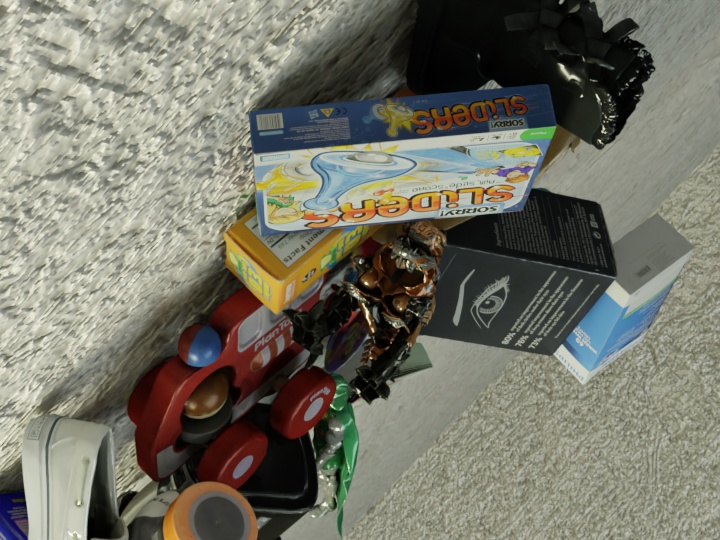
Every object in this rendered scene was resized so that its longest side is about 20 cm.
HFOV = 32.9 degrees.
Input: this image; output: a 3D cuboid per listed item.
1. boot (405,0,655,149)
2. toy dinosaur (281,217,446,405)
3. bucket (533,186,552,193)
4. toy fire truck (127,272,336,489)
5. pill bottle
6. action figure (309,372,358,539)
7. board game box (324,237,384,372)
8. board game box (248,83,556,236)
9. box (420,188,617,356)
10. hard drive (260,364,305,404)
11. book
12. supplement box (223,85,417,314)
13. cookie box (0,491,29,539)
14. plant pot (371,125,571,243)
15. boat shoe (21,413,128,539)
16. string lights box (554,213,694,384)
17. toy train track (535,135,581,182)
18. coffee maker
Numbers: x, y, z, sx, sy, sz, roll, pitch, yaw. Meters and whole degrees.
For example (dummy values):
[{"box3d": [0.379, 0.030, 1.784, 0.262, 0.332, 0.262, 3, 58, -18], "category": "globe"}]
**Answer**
[{"box3d": [0.119, -0.143, 0.877, 0.073, 0.162, 0.198, -54, 169, -15], "category": "boot"}, {"box3d": [0.024, 0.036, 0.983, 0.136, 0.102, 0.200, -45, 145, -26], "category": "toy dinosaur"}, {"box3d": [0.202, -0.017, 1.451, 0.135, 0.207, 0.207, -43, 167, 7], "category": "bucket"}, {"box3d": [-0.107, 0.079, 1.010, 0.200, 0.112, 0.168, -37, 151, -32], "category": "toy fire truck"}, {"box3d": [-0.154, 0.247, 0.996, 0.106, 0.106, 0.200, -31, 166, -45], "category": "pill bottle"}, {"box3d": [-0.032, 0.169, 1.218, 0.055, 0.118, 0.200, -6, 136, -11], "category": "action figure"}, {"box3d": [0.000, 0.000, 1.167, 0.200, 0.039, 0.158, -62, -169, -6], "category": "board game box"}, {"box3d": [0.025, -0.074, 0.851, 0.200, 0.034, 0.135, -6, 159, -5], "category": "board game box"}, {"box3d": [0.135, -0.006, 1.248, 0.200, 0.104, 0.148, 11, 138, -18], "category": "box"}, {"box3d": [-0.109, 0.125, 1.272, 0.140, 0.038, 0.200, -37, 165, -29], "category": "hard drive"}, {"box3d": [-0.008, 0.124, 1.354, 0.134, 0.048, 0.200, -29, 170, 15], "category": "book"}, {"box3d": [-0.014, -0.056, 0.958, 0.200, 0.069, 0.067, -39, 164, -19], "category": "supplement box"}, {"box3d": [-0.318, 0.279, 1.020, 0.200, 0.075, 0.171, -46, 166, 4], "category": "cookie box"}, {"box3d": [0.088, -0.092, 1.055, 0.200, 0.027, 0.200, -29, -162, 11], "category": "plant pot"}, {"box3d": [-0.210, 0.205, 0.922, 0.074, 0.067, 0.200, -61, 150, -63], "category": "boat shoe"}, {"box3d": [0.287, 0.036, 1.351, 0.103, 0.059, 0.200, -32, 156, -24], "category": "string lights box"}, {"box3d": [0.226, -0.101, 1.605, 0.200, 0.033, 0.115, -46, 167, 0], "category": "toy train track"}, {"box3d": [-0.125, 0.221, 1.204, 0.192, 0.135, 0.200, -12, 153, -44], "category": "coffee maker"}]
